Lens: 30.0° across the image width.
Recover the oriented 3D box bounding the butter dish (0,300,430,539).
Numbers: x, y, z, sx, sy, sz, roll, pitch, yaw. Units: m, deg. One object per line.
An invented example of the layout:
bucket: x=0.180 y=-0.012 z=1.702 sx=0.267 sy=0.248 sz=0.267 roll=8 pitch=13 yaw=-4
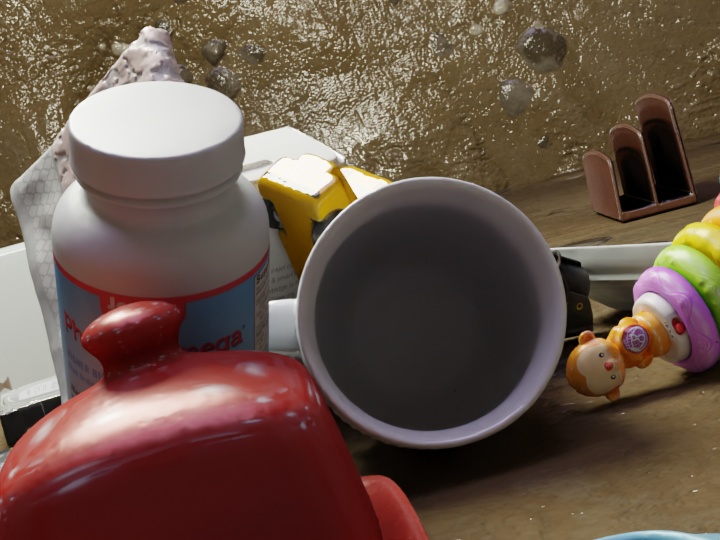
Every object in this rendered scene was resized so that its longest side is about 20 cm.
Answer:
butter dish: x=-0.082 y=0.086 z=0.585 sx=0.199 sy=0.148 sz=0.200 roll=-14 pitch=5 yaw=-4

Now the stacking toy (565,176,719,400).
stacking toy: x=0.207 y=0.018 z=0.820 sx=0.200 sy=0.116 sz=0.110 roll=-29 pitch=7 yaw=-17

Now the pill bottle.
pill bottle: x=-0.100 y=0.012 z=0.685 sx=0.108 sy=0.201 sz=0.109 roll=2 pitch=33 yaw=-1

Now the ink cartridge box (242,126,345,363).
ink cartridge box: x=-0.088 y=0.011 z=0.978 sx=0.145 sy=0.201 sz=0.085 roll=-18 pitch=33 yaw=-29

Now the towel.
towel: x=-0.160 y=-0.027 z=0.883 sx=0.032 sy=0.201 sz=0.191 roll=7 pitch=-35 yaw=-43

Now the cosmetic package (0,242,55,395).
cosmetic package: x=-0.386 y=0.053 z=1.567 sx=0.166 sy=0.168 sz=0.200 roll=-16 pitch=7 yaw=-18

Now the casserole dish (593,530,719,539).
casserole dish: x=0.042 y=0.130 z=0.400 sx=0.199 sy=0.039 sz=0.121 roll=-16 pitch=6 yaw=-16

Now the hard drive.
hard drive: x=-0.244 y=0.113 z=1.289 sx=0.199 sy=0.038 sz=0.140 roll=-15 pitch=6 yaw=-13

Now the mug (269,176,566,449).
mug: x=0.011 y=0.034 z=0.804 sx=0.199 sy=0.148 sz=0.175 roll=-4 pitch=-6 yaw=-2

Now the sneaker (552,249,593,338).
sneaker: x=0.108 y=-0.007 z=0.960 sx=0.106 sy=0.075 sz=0.200 roll=-11 pitch=-32 yaw=7

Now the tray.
tray: x=0.215 y=0.009 z=1.004 sx=0.107 sy=0.022 sz=0.200 roll=21 pitch=-10 yaw=-24

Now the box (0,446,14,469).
box: x=-0.171 y=0.135 z=0.825 sx=0.157 sy=0.050 sz=0.200 roll=-16 pitch=6 yaw=-9

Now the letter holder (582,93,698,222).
letter holder: x=0.351 y=-0.150 z=1.747 sx=0.100 sy=0.143 sz=0.200 roll=-14 pitch=6 yaw=1

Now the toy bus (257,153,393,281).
toy bus: x=0.000 y=0.000 z=0.938 sx=0.078 sy=0.200 sz=0.065 roll=-43 pitch=44 yaw=-23
